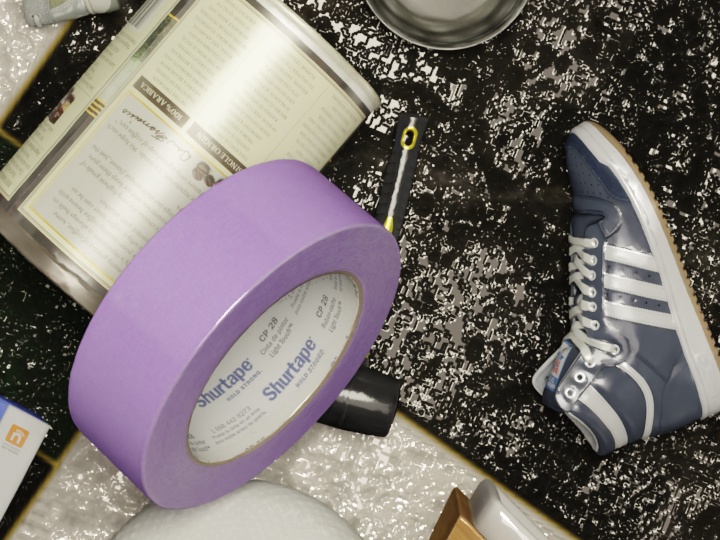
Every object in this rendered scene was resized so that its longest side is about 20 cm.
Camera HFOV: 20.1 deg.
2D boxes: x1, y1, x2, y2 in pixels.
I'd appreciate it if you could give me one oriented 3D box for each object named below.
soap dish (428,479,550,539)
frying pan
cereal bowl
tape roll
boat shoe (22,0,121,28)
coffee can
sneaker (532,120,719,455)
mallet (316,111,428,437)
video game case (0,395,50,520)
[{"bbox_3d":[0.113,0.220,1.206,0.081,0.157,0.200,-43,89,1],"label":"soap dish"},{"bbox_3d":[0.080,-0.218,1.250,0.190,0.031,0.115,-41,96,-5],"label":"frying pan"},{"bbox_3d":[-0.074,0.219,1.214,0.199,0.083,0.201,1,77,-4],"label":"cereal bowl"},{"bbox_3d":[-0.068,0.037,1.145,0.066,0.200,0.200,40,89,22],"label":"tape roll"},{"bbox_3d":[-0.197,-0.234,1.180,0.064,0.075,0.203,-16,127,4],"label":"boat shoe"},{"bbox_3d":[-0.105,-0.069,1.185,0.146,0.146,0.200,41,89,-6],"label":"coffee can"},{"bbox_3d":[0.143,0.017,1.251,0.108,0.070,0.201,-25,98,-5],"label":"sneaker"},{"bbox_3d":[0.000,0.000,1.258,0.065,0.041,0.201,7,88,-3],"label":"mallet"},{"bbox_3d":[-0.310,0.123,1.179,0.199,0.045,0.182,29,83,-15],"label":"video game case"}]
